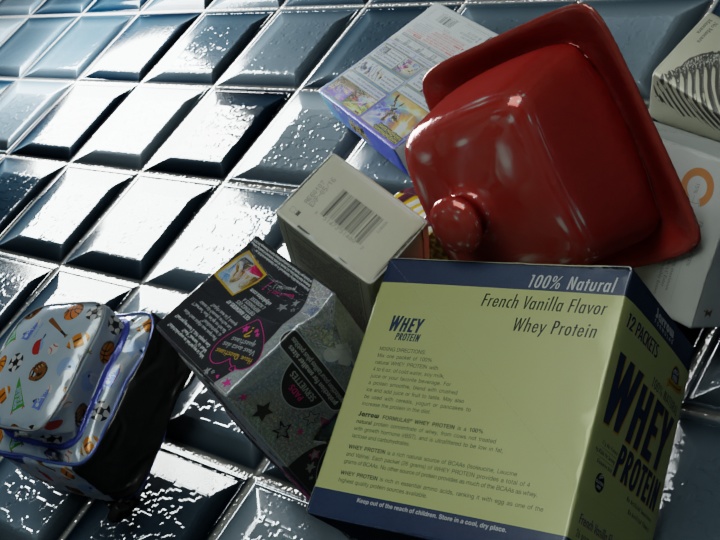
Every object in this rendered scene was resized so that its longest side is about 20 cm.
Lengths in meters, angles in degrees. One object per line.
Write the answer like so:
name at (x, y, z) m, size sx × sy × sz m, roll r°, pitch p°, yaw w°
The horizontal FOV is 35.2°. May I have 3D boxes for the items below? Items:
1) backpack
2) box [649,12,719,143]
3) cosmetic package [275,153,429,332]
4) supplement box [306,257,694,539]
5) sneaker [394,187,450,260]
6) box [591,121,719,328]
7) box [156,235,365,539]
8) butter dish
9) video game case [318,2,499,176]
backpack at (-0.272, 0.122, 1.090) m, size 0.190 × 0.154 × 0.200 m, roll -9°, pitch 46°, yaw 43°
box at (0.334, -0.115, 0.905) m, size 0.200 × 0.068 × 0.082 m, roll 38°, pitch 78°, yaw 24°
cosmetic package at (0.000, 0.000, 0.958) m, size 0.103 × 0.200 × 0.073 m, roll 38°, pitch 74°, yaw 18°
supplement box at (0.103, 0.111, 0.801) m, size 0.200 × 0.134 × 0.200 m, roll 3°, pitch 65°, yaw 37°
sneaker at (0.073, -0.046, 1.076) m, size 0.200 × 0.075 × 0.090 m, roll -9°, pitch 49°, yaw 26°
box at (0.234, -0.048, 0.901) m, size 0.200 × 0.097 × 0.125 m, roll 32°, pitch 115°, yaw 49°
box at (-0.046, 0.096, 0.905) m, size 0.115 × 0.200 × 0.132 m, roll -43°, pitch 39°, yaw -10°
butter dish at (0.109, -0.061, 0.830) m, size 0.148 × 0.200 × 0.199 m, roll -34°, pitch 12°, yaw -35°
video game case at (0.071, -0.208, 1.277) m, size 0.181 × 0.045 × 0.200 m, roll -36°, pitch 38°, yaw -6°
